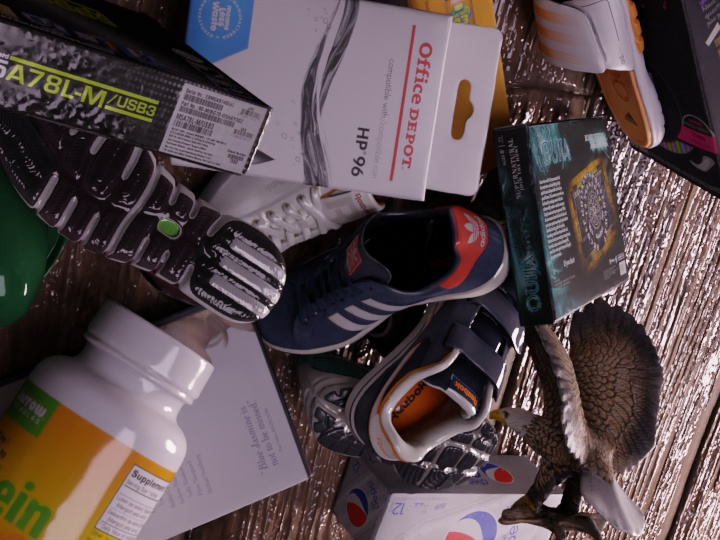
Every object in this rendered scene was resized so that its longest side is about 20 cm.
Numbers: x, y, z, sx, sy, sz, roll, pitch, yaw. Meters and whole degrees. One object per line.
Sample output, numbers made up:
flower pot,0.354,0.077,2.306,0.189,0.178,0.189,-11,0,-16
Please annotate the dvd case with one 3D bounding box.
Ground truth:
dvd case,-0.148,0.112,0.849,0.198,0.018,0.144,-21,93,-13

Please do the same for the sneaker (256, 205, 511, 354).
sneaker,0.000,0.000,0.856,0.199,0.076,0.084,-22,157,22

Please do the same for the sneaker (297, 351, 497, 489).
sneaker,0.032,0.111,0.982,0.199,0.080,0.078,29,108,-35

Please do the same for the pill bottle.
pill bottle,-0.178,0.124,0.774,0.111,0.111,0.201,40,77,-40

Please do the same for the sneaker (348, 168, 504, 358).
sneaker,0.065,-0.008,0.943,0.113,0.075,0.201,17,104,-37

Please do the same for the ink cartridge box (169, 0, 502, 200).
ink cartridge box,-0.011,-0.111,0.776,0.198,0.068,0.117,8,100,-4

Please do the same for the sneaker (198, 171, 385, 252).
sneaker,-0.040,-0.050,0.846,0.200,0.085,0.073,-44,138,-3

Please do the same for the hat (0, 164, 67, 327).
hat,-0.214,0.004,0.705,0.165,0.176,0.201,-31,127,-15

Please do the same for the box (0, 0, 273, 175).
box,-0.172,-0.123,0.656,0.199,0.193,0.048,14,109,-36

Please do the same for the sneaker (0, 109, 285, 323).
sneaker,-0.146,-0.031,0.771,0.200,0.115,0.076,39,74,-15

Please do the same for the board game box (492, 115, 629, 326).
board game box,0.152,-0.043,0.913,0.200,0.028,0.137,-16,98,-63

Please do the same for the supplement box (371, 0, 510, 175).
supplement box,0.053,-0.160,0.861,0.066,0.069,0.201,-26,128,-19

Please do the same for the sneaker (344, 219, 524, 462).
sneaker,0.076,0.055,0.886,0.078,0.079,0.201,40,86,-27

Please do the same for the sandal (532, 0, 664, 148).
sandal,0.170,-0.160,0.919,0.059,0.079,0.207,-36,124,-9

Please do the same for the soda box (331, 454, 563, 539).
soda box,0.079,0.200,1.068,0.199,0.068,0.064,8,111,-36

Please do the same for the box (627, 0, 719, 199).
box,0.259,-0.175,0.946,0.106,0.122,0.201,-34,128,-11

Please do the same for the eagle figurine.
eagle figurine,0.172,0.116,1.023,0.150,0.152,0.202,14,89,5
